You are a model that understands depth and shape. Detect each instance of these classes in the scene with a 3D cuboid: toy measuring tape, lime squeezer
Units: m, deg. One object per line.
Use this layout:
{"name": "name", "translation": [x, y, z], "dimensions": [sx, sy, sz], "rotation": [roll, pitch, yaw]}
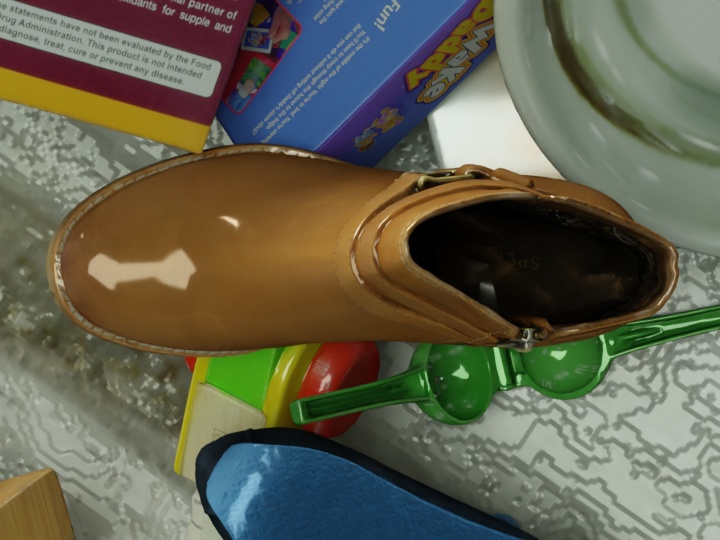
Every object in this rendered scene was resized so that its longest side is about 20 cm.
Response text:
{"name": "toy measuring tape", "translation": [-0.036, 0.065, 1.086], "dimensions": [0.073, 0.074, 0.201], "rotation": [19, 118, 11]}
{"name": "lime squeezer", "translation": [0.061, 0.029, 1.055], "dimensions": [0.199, 0.071, 0.038], "rotation": [-11, 72, -16]}

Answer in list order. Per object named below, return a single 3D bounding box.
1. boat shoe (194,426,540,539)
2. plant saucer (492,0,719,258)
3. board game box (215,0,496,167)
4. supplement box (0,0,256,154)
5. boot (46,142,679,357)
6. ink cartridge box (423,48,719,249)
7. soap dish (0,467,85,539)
{"name": "boat shoe", "translation": [0.028, 0.109, 1.046], "dimensions": [0.200, 0.069, 0.084], "rotation": [41, 84, -22]}
{"name": "plant saucer", "translation": [0.145, -0.096, 0.966], "dimensions": [0.199, 0.050, 0.201], "rotation": [2, 126, 3]}
{"name": "board game box", "translation": [0.010, -0.139, 1.029], "dimensions": [0.200, 0.045, 0.135], "rotation": [-43, 67, 23]}
{"name": "supplement box", "translation": [-0.084, -0.155, 0.984], "dimensions": [0.110, 0.086, 0.201], "rotation": [14, 101, -30]}
{"name": "boot", "translation": [0.000, 0.000, 0.943], "dimensions": [0.199, 0.155, 0.077], "rotation": [5, 92, -9]}
{"name": "ink cartridge box", "translation": [0.097, -0.107, 1.047], "dimensions": [0.162, 0.050, 0.201], "rotation": [-13, 92, 12]}
{"name": "soap dish", "translation": [-0.159, 0.189, 1.080], "dimensions": [0.157, 0.081, 0.201], "rotation": [-17, 87, 31]}
